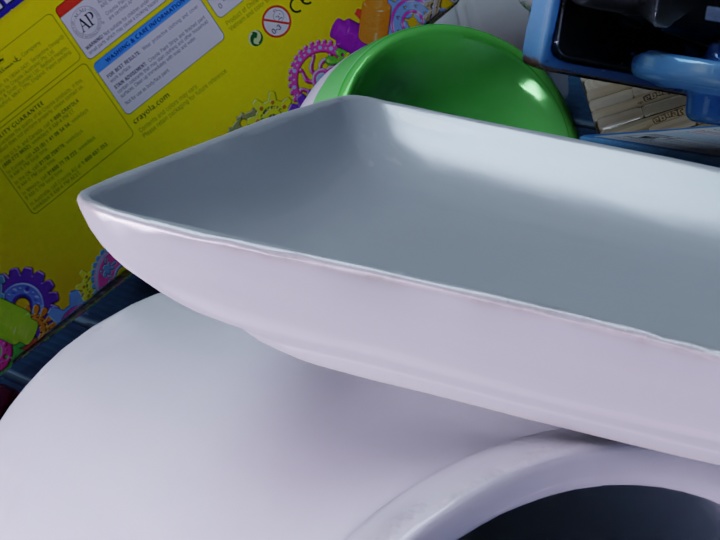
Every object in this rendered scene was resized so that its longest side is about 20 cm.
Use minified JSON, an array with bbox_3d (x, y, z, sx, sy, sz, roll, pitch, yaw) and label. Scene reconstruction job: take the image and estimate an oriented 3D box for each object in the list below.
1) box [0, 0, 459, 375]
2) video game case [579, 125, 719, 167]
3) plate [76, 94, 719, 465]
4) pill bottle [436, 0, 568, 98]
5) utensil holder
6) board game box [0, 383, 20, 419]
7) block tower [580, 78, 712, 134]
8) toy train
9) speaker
[{"bbox_3d":[-0.108,-0.081,0.871,0.200,0.122,0.192,-40,20,-16],"label":"box"},{"bbox_3d":[0.185,-0.031,0.819,0.199,0.018,0.143,-7,13,-43],"label":"video game case"},{"bbox_3d":[0.059,0.003,0.588,0.198,0.033,0.200,14,13,14],"label":"plate"},{"bbox_3d":[-0.019,-0.083,1.094,0.199,0.113,0.112,-14,25,13],"label":"pill bottle"},{"bbox_3d":[0.005,0.097,0.629,0.169,0.171,0.200,-29,23,-18],"label":"utensil holder"},{"bbox_3d":[-0.157,0.040,0.870,0.200,0.199,0.026,20,85,57],"label":"board game box"},{"bbox_3d":[0.120,-0.020,0.919,0.057,0.054,0.200,-18,25,8],"label":"block tower"},{"bbox_3d":[0.133,-0.077,0.745,0.199,0.087,0.114,7,5,-24],"label":"toy train"},{"bbox_3d":[0.000,0.000,0.796,0.088,0.089,0.200,-32,-9,-25],"label":"speaker"}]
